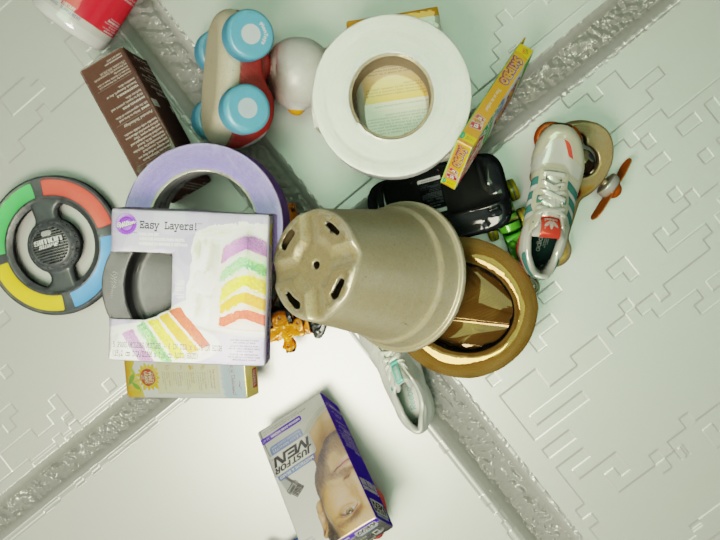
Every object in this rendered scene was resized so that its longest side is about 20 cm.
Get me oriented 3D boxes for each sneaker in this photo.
[{"bbox_3d":[0.243,-0.081,1.070,0.070,0.093,0.201,9,111,0],"label":"sneaker"},{"bbox_3d":[0.050,0.129,1.164,0.075,0.088,0.201,-25,91,7],"label":"sneaker"}]

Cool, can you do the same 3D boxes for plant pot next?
[{"bbox_3d":[0.000,0.000,1.058,0.200,0.183,0.201,-5,82,38],"label":"plant pot"}]

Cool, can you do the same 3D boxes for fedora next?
[{"bbox_3d":[0.139,0.047,1.155,0.200,0.082,0.202,1,92,13],"label":"fedora"}]

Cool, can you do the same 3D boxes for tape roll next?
[{"bbox_3d":[-0.192,-0.059,1.081,0.199,0.085,0.201,0,93,1],"label":"tape roll"},{"bbox_3d":[0.039,-0.216,1.079,0.201,0.071,0.203,0,94,2],"label":"tape roll"}]

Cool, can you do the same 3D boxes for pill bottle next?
[{"bbox_3d":[-0.344,-0.412,1.155,0.112,0.112,0.200,35,95,2],"label":"pill bottle"}]

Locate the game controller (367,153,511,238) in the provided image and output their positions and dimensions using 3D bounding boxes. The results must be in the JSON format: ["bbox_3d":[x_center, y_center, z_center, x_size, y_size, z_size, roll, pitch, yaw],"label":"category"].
[{"bbox_3d":[0.103,-0.088,1.150,0.199,0.042,0.105,-13,79,24],"label":"game controller"}]

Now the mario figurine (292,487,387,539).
[{"bbox_3d":[-0.052,0.365,1.177,0.200,0.106,0.124,-39,92,8],"label":"mario figurine"}]

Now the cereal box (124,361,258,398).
[{"bbox_3d":[-0.240,0.104,1.185,0.199,0.040,0.145,-2,94,21],"label":"cereal box"}]

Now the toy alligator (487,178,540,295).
[{"bbox_3d":[0.204,-0.056,1.157,0.059,0.054,0.201,-22,91,6],"label":"toy alligator"}]

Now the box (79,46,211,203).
[{"bbox_3d":[-0.292,-0.196,1.168,0.075,0.100,0.201,-27,91,5],"label":"box"}]

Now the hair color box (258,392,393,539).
[{"bbox_3d":[-0.050,0.279,1.142,0.109,0.065,0.200,-34,55,6],"label":"hair color box"}]

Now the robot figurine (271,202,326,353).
[{"bbox_3d":[-0.115,0.014,1.181,0.144,0.058,0.201,-12,92,15],"label":"robot figurine"}]

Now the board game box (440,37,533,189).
[{"bbox_3d":[0.166,-0.203,1.090,0.030,0.096,0.200,27,64,6],"label":"board game box"}]

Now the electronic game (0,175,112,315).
[{"bbox_3d":[-0.438,-0.036,1.219,0.199,0.042,0.201,0,93,5],"label":"electronic game"}]

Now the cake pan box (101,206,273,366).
[{"bbox_3d":[-0.205,0.018,1.021,0.199,0.052,0.185,4,92,1],"label":"cake pan box"}]

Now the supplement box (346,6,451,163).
[{"bbox_3d":[0.058,-0.239,1.150,0.125,0.074,0.201,-7,93,4],"label":"supplement box"}]

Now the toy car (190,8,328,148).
[{"bbox_3d":[-0.108,-0.248,1.140,0.199,0.184,0.178,2,94,-24],"label":"toy car"}]

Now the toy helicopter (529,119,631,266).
[{"bbox_3d":[0.289,-0.101,1.147,0.132,0.079,0.201,11,101,-5],"label":"toy helicopter"}]
